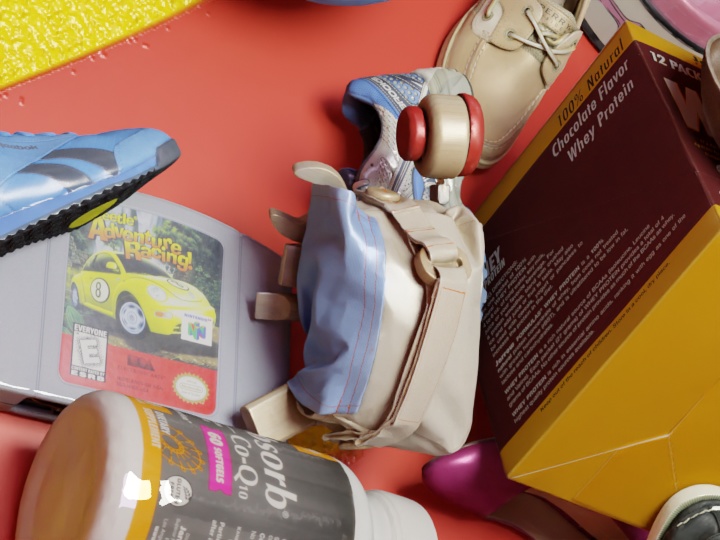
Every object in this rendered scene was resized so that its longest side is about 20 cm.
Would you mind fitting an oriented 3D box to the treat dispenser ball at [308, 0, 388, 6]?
[{"bbox_3d":[-0.007,-0.257,1.243,0.201,0.201,0.201,14,63,-31],"label":"treat dispenser ball"}]

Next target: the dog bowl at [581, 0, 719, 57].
[{"bbox_3d":[0.232,-0.223,1.485,0.200,0.074,0.200,14,64,-31],"label":"dog bowl"}]

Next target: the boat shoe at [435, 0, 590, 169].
[{"bbox_3d":[0.107,-0.155,1.367,0.072,0.065,0.200,38,58,-18],"label":"boat shoe"}]

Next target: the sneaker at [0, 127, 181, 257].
[{"bbox_3d":[-0.179,-0.050,1.077,0.200,0.066,0.079,-25,82,-39],"label":"sneaker"}]

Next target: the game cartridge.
[{"bbox_3d":[-0.125,0.023,1.149,0.200,0.041,0.133,15,59,-31],"label":"game cartridge"}]

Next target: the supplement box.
[{"bbox_3d":[0.170,0.006,1.221,0.133,0.197,0.200,22,31,-27],"label":"supplement box"}]

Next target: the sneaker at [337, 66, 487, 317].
[{"bbox_3d":[0.021,-0.027,1.260,0.085,0.077,0.200,4,67,-19],"label":"sneaker"}]

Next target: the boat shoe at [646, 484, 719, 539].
[{"bbox_3d":[0.181,0.223,1.197,0.074,0.200,0.066,12,20,-19],"label":"boat shoe"}]

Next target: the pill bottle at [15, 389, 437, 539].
[{"bbox_3d":[-0.066,0.140,1.089,0.200,0.116,0.117,19,61,-29],"label":"pill bottle"}]

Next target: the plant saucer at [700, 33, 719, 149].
[{"bbox_3d":[0.259,-0.052,1.169,0.200,0.032,0.200,32,27,-19],"label":"plant saucer"}]

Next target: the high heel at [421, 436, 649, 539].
[{"bbox_3d":[0.121,0.153,1.247,0.200,0.067,0.096,10,55,-36],"label":"high heel"}]

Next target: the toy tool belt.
[{"bbox_3d":[0.000,0.000,1.145,0.123,0.125,0.200,3,91,-17],"label":"toy tool belt"}]
